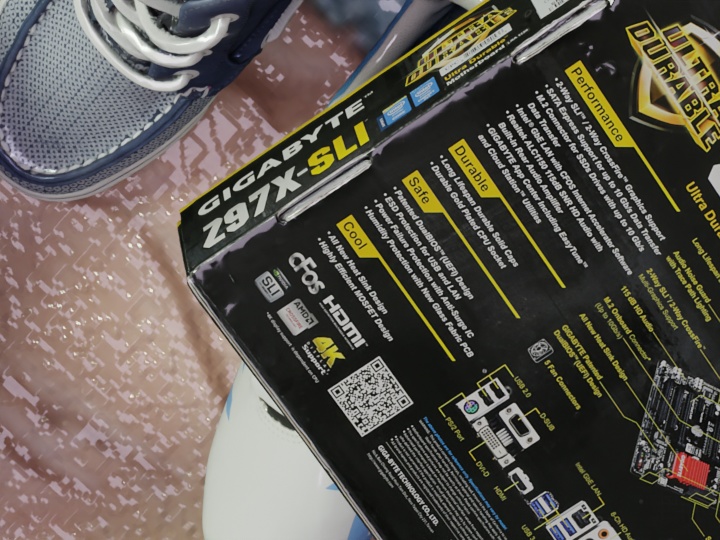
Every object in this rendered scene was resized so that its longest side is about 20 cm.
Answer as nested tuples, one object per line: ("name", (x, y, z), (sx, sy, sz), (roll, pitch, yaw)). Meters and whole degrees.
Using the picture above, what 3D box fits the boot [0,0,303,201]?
("boot", (-0.054, -0.082, 0.808), (0.073, 0.090, 0.200), (38, 118, -6))

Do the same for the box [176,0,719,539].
("box", (0.070, 0.025, 0.796), (0.159, 0.049, 0.200), (-35, 111, 6))

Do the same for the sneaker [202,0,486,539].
("sneaker", (0.000, 0.000, 0.837), (0.072, 0.072, 0.201), (32, 102, 34))
